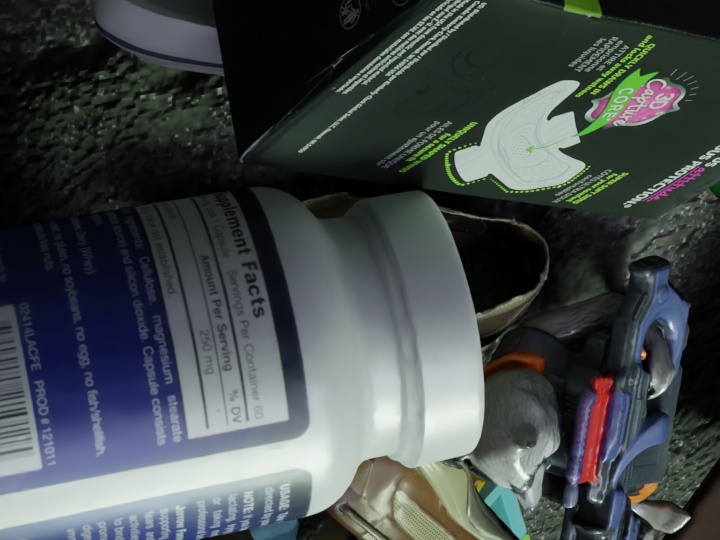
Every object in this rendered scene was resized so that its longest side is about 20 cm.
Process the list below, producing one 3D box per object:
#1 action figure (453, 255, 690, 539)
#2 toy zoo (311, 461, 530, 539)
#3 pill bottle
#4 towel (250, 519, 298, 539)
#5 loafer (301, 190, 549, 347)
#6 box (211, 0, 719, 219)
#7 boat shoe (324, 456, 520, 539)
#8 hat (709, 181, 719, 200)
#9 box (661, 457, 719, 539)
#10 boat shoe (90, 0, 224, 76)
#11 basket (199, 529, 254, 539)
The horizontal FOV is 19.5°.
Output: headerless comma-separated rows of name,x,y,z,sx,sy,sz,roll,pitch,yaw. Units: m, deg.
action figure,0.096,0.088,0.962,0.193,0.104,0.202,10,93,-62
toy zoo,0.029,0.147,1.066,0.131,0.020,0.201,-44,144,-19
pill bottle,-0.065,0.035,0.715,0.198,0.116,0.116,-9,137,-12
towel,-0.078,0.098,0.960,0.111,0.049,0.201,-10,136,-25
loafer,0.000,0.000,0.882,0.199,0.077,0.067,-8,160,-41
box,0.059,-0.116,0.725,0.199,0.150,0.124,7,153,-37
boat shoe,0.025,0.124,0.968,0.074,0.076,0.200,-41,131,-8
hat,0.129,-0.108,0.906,0.200,0.175,0.167,-49,165,-52
box,0.286,0.092,1.054,0.201,0.164,0.166,-59,168,29
boat shoe,-0.017,-0.082,0.802,0.199,0.071,0.070,-5,131,-38
basket,-0.091,0.139,0.793,0.135,0.201,0.181,-26,153,2
